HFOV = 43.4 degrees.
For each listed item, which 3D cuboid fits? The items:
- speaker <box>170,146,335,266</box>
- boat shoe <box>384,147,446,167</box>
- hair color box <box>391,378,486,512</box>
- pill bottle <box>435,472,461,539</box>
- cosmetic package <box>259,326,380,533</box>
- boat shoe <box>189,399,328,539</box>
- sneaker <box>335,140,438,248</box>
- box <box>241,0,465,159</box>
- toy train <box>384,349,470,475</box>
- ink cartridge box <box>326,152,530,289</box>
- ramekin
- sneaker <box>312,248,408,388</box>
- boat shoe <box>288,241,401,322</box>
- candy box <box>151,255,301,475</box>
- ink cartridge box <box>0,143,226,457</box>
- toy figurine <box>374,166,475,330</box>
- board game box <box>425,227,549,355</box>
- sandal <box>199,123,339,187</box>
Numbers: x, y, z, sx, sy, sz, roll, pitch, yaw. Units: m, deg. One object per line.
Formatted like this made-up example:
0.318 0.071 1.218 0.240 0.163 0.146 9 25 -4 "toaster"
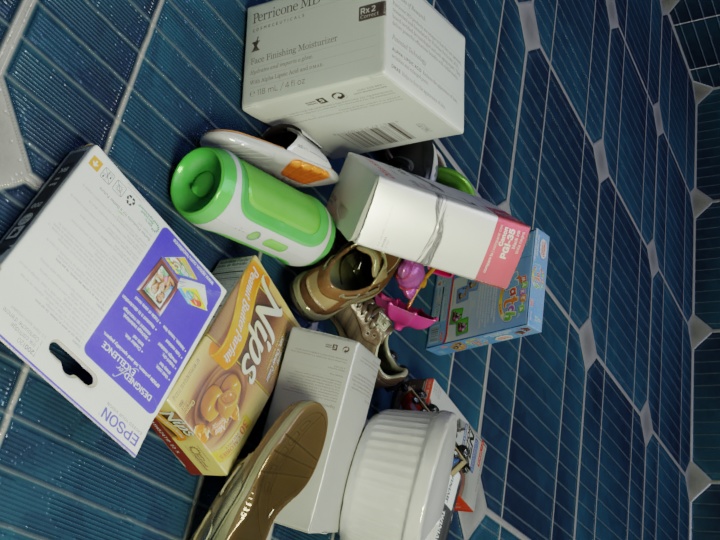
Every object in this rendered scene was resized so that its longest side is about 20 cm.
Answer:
-0.111 -0.065 0.978 0.200 0.088 0.089 25 64 -54 "speaker"
0.070 -0.170 1.294 0.201 0.071 0.060 61 18 -26 "boat shoe"
0.111 0.254 1.305 0.200 0.064 0.111 51 45 -40 "hair color box"
0.058 0.340 1.162 0.106 0.106 0.201 56 41 -37 "pill bottle"
-0.049 0.175 0.981 0.108 0.084 0.201 51 53 -68 "cosmetic package"
-0.105 0.211 0.893 0.072 0.065 0.201 38 79 -46 "boat shoe"
0.034 -0.105 1.197 0.087 0.075 0.201 36 73 -41 "sneaker"
-0.004 -0.236 1.072 0.200 0.198 0.132 21 67 -55 "box"
0.076 0.186 1.192 0.046 0.034 0.200 -10 55 -47 "toy train"
0.075 -0.060 1.066 0.199 0.147 0.083 17 103 -20 "ink cartridge box"
0.043 0.254 1.042 0.202 0.094 0.204 11 90 -77 "ramekin"
0.005 0.058 1.152 0.070 0.075 0.201 -49 124 -50 "sneaker"
0.000 0.000 1.081 0.076 0.074 0.200 56 40 -2 "boat shoe"
-0.140 0.094 0.928 0.116 0.055 0.201 61 38 -33 "candy box"
-0.227 0.027 0.795 0.198 0.043 0.201 53 42 -31 "ink cartridge box"
0.089 -0.010 1.243 0.185 0.149 0.201 -57 153 -34 "toy figurine"
0.185 0.035 1.335 0.036 0.199 0.152 27 60 -32 "board game box"
-0.094 -0.142 1.024 0.206 0.079 0.060 18 72 -54 "sandal"
